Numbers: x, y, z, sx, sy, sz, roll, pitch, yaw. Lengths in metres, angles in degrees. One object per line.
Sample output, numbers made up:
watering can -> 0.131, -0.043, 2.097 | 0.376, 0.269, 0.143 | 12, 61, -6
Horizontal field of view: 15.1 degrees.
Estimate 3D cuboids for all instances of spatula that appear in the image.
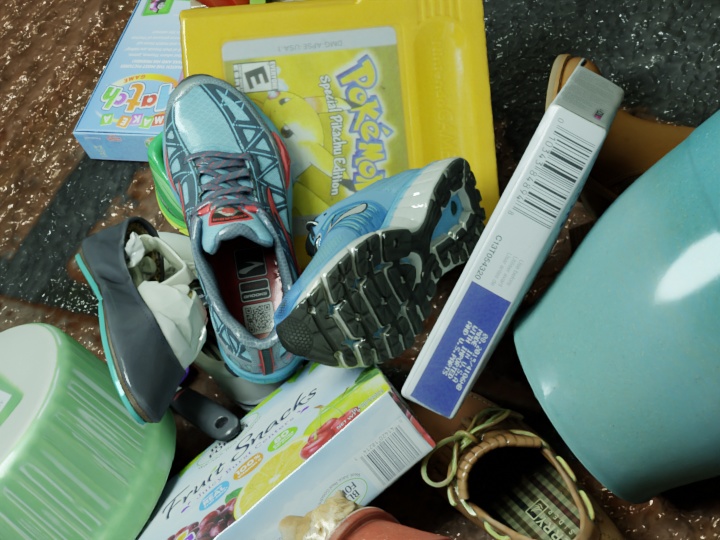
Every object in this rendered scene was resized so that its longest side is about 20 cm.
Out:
spatula -> -0.120, 0.084, 1.768 | 0.057, 0.021, 0.200 | -43, 22, -11

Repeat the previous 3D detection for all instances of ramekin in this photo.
ramekin -> -0.221, 0.129, 1.718 | 0.200, 0.098, 0.200 | -34, 29, 22

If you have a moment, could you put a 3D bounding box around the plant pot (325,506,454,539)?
plant pot -> 0.080, 0.239, 1.454 | 0.194, 0.201, 0.201 | 6, 56, 23

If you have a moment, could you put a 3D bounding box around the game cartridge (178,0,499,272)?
game cartridge -> -0.012, -0.090, 1.768 | 0.199, 0.032, 0.177 | -6, 91, -4

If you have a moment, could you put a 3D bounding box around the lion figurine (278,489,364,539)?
lion figurine -> -0.021, 0.235, 1.541 | 0.072, 0.123, 0.201 | 5, 56, 7

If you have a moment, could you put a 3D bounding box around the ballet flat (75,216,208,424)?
ballet flat -> -0.135, 0.023, 1.723 | 0.073, 0.073, 0.200 | -30, 31, 2

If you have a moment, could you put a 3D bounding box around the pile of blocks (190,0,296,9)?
pile of blocks -> -0.034, -0.184, 1.916 | 0.199, 0.062, 0.082 | 16, 60, 18

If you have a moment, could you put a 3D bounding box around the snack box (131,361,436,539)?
snack box -> -0.057, 0.134, 1.653 | 0.200, 0.053, 0.142 | -40, 16, 0

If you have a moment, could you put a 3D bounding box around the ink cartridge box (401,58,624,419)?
ink cartridge box -> 0.098, -0.023, 1.643 | 0.043, 0.200, 0.197 | 28, 106, 5

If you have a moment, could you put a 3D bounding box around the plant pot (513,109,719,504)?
plant pot -> 0.198, 0.032, 1.565 | 0.188, 0.200, 0.201 | -35, 43, 17

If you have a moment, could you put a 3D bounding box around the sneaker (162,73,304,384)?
sneaker -> -0.073, -0.033, 1.693 | 0.079, 0.096, 0.201 | -17, 81, -2

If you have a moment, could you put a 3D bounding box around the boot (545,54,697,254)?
boot -> 0.202, -0.075, 1.725 | 0.155, 0.077, 0.201 | -18, 45, 13

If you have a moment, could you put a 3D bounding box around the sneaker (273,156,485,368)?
sneaker -> 0.000, 0.000, 1.679 | 0.090, 0.079, 0.200 | -4, 24, 34

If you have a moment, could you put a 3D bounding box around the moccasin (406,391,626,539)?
moccasin -> 0.083, 0.123, 1.615 | 0.074, 0.078, 0.201 | -37, 40, -2

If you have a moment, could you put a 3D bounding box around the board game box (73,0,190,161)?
board game box -> -0.106, -0.166, 1.995 | 0.151, 0.037, 0.201 | 4, 54, 30

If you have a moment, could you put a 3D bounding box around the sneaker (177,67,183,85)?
sneaker -> -0.022, -0.111, 1.815 | 0.199, 0.081, 0.089 | 2, 42, -24

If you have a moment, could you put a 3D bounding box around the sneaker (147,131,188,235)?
sneaker -> -0.068, -0.051, 1.844 | 0.199, 0.084, 0.074 | 11, 58, 34

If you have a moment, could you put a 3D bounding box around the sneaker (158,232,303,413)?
sneaker -> -0.104, 0.020, 1.811 | 0.073, 0.071, 0.200 | -42, 46, -10
